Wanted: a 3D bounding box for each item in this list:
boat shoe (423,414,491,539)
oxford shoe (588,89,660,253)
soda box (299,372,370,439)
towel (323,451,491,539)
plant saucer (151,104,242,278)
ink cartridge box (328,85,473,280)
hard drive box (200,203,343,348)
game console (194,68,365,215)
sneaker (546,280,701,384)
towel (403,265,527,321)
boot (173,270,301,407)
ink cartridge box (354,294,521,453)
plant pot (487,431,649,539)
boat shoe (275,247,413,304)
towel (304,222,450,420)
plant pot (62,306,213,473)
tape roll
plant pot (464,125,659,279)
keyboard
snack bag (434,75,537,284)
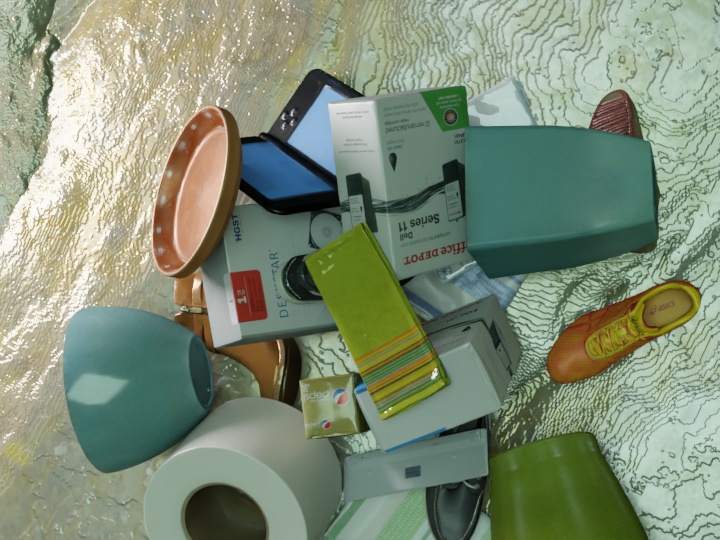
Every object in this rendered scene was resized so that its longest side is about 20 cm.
[{"bbox_3d":[0.117,0.230,1.538,0.072,0.063,0.201,9,80,1],"label":"boat shoe"},{"bbox_3d":[0.314,-0.114,1.539,0.070,0.075,0.201,-15,68,47],"label":"oxford shoe"},{"bbox_3d":[-0.010,0.153,1.510,0.064,0.200,0.068,-8,85,14],"label":"soda box"},{"bbox_3d":[0.070,0.325,1.572,0.200,0.031,0.149,35,95,11],"label":"towel"},{"bbox_3d":[-0.184,-0.088,1.480,0.032,0.200,0.201,15,90,-28],"label":"plant saucer"},{"bbox_3d":[0.052,-0.098,1.455,0.083,0.146,0.201,5,106,48],"label":"ink cartridge box"},{"bbox_3d":[-0.083,0.000,1.539,0.199,0.077,0.157,-8,83,-32],"label":"hard drive box"},{"bbox_3d":[-0.073,-0.157,1.543,0.200,0.116,0.176,37,94,41],"label":"game console"},{"bbox_3d":[0.302,0.066,1.517,0.200,0.077,0.073,-33,83,9],"label":"sneaker"},{"bbox_3d":[0.132,-0.019,1.582,0.147,0.024,0.200,35,94,10],"label":"towel"},{"bbox_3d":[-0.157,0.091,1.608,0.155,0.077,0.201,-3,90,14],"label":"boot"},{"bbox_3d":[0.092,0.113,1.476,0.146,0.200,0.086,-24,99,18],"label":"ink cartridge box"},{"bbox_3d":[0.229,0.291,1.474,0.200,0.200,0.194,-17,72,10],"label":"plant pot"},{"bbox_3d":[0.000,0.000,1.509,0.199,0.060,0.076,-16,89,-33],"label":"boat shoe"},{"bbox_3d":[0.015,0.054,1.388,0.086,0.018,0.201,-32,75,16],"label":"towel"},{"bbox_3d":[-0.254,0.132,1.561,0.134,0.200,0.201,-11,85,10],"label":"plant pot"},{"bbox_3d":[-0.135,0.267,1.530,0.202,0.139,0.204,5,110,15],"label":"tape roll"},{"bbox_3d":[0.227,-0.081,1.446,0.199,0.141,0.142,-4,75,15],"label":"plant pot"},{"bbox_3d":[0.062,0.231,1.539,0.199,0.011,0.057,-17,65,31],"label":"keyboard"},{"bbox_3d":[0.142,-0.109,1.564,0.199,0.021,0.189,-27,83,5],"label":"snack bag"}]
